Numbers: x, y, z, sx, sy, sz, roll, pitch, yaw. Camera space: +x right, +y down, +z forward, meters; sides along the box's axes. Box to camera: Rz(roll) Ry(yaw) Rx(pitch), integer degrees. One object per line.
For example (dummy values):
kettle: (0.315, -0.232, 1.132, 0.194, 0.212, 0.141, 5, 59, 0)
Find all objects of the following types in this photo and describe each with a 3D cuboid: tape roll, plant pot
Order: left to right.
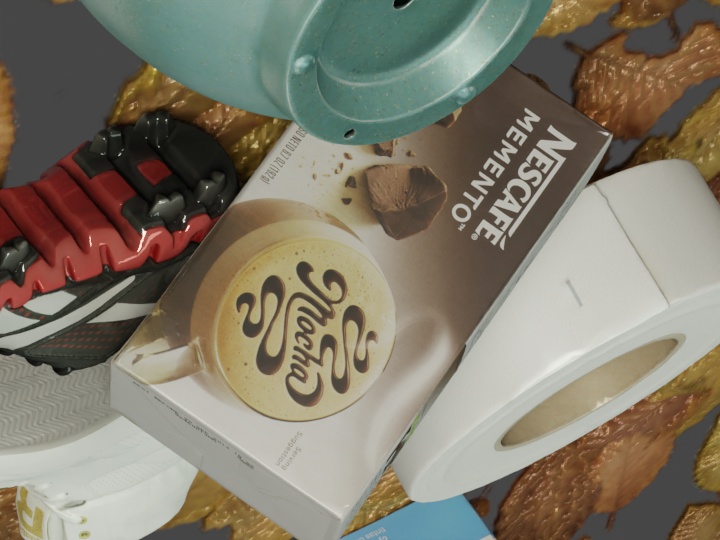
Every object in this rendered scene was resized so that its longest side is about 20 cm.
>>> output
plant pot: (-0.009, -0.131, 1.094, 0.200, 0.134, 0.200, -26, 148, -18)
tape roll: (0.093, 0.030, 1.420, 0.202, 0.071, 0.202, -28, 166, -8)

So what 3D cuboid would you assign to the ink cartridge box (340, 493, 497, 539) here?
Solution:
ink cartridge box: (0.047, 0.244, 1.588, 0.125, 0.200, 0.129, -23, 146, -22)

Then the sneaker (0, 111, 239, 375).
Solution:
sneaker: (-0.143, 0.006, 1.203, 0.200, 0.071, 0.098, -18, 142, -30)

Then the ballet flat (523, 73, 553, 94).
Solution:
ballet flat: (0.006, -0.040, 1.316, 0.200, 0.070, 0.065, -23, 120, -27)

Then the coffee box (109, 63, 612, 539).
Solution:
coffee box: (0.000, 0.000, 1.218, 0.200, 0.113, 0.080, -53, 175, -17)

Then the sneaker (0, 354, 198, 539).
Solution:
sneaker: (-0.142, 0.088, 1.314, 0.200, 0.074, 0.116, -10, 137, -39)
